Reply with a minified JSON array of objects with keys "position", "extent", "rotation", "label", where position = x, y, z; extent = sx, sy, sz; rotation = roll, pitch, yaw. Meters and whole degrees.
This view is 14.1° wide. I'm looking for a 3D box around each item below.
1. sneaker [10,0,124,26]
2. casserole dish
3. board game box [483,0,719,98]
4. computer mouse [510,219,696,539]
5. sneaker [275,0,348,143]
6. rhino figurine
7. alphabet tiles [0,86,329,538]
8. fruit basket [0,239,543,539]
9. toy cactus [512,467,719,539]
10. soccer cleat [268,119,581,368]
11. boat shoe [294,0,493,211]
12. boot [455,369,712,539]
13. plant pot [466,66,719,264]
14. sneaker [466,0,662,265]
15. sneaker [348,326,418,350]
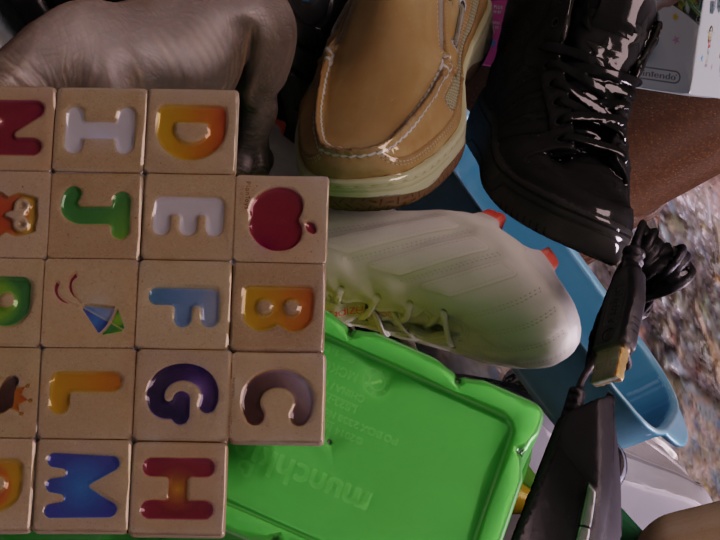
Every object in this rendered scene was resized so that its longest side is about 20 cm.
[{"position":[-0.145,-0.179,1.197],"extent":[0.079,0.075,0.201],"rotation":[-78,145,-58],"label":"sneaker"},{"position":[0.074,0.006,1.303],"extent":[0.200,0.039,0.121],"rotation":[54,14,0],"label":"casserole dish"},{"position":[0.110,-0.190,1.362],"extent":[0.064,0.147,0.201],"rotation":[-4,103,-66],"label":"board game box"},{"position":[0.093,0.081,1.140],"extent":[0.046,0.141,0.201],"rotation":[21,64,4],"label":"computer mouse"},{"position":[-0.060,-0.149,1.273],"extent":[0.073,0.082,0.201],"rotation":[-28,102,-60],"label":"sneaker"},{"position":[-0.104,-0.069,1.152],"extent":[0.199,0.060,0.088],"rotation":[-20,128,-37],"label":"rhino figurine"},{"position":[-0.111,0.012,1.018],"extent":[0.006,0.199,0.167],"rotation":[89,2,-68],"label":"alphabet tiles"},{"position":[-0.040,0.074,1.123],"extent":[0.215,0.215,0.156],"rotation":[37,64,-38],"label":"fruit basket"},{"position":[0.107,0.146,1.221],"extent":[0.102,0.164,0.200],"rotation":[58,13,-36],"label":"toy cactus"},{"position":[0.000,0.000,1.203],"extent":[0.078,0.199,0.070],"rotation":[-39,141,-35],"label":"soccer cleat"},{"position":[0.013,-0.097,1.223],"extent":[0.200,0.071,0.077],"rotation":[-73,165,-59],"label":"boat shoe"},{"position":[0.076,0.080,1.367],"extent":[0.199,0.074,0.096],"rotation":[27,21,-32],"label":"boot"},{"position":[0.154,-0.125,1.475],"extent":[0.200,0.198,0.201],"rotation":[35,44,-42],"label":"plant pot"},{"position":[0.092,-0.082,1.245],"extent":[0.060,0.105,0.200],"rotation":[24,14,-17],"label":"sneaker"},{"position":[0.004,0.077,1.238],"extent":[0.070,0.075,0.201],"rotation":[15,58,-52],"label":"sneaker"}]
